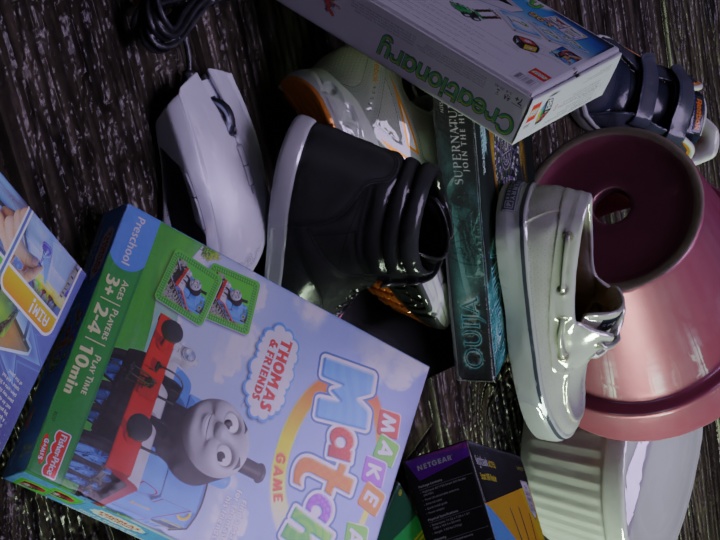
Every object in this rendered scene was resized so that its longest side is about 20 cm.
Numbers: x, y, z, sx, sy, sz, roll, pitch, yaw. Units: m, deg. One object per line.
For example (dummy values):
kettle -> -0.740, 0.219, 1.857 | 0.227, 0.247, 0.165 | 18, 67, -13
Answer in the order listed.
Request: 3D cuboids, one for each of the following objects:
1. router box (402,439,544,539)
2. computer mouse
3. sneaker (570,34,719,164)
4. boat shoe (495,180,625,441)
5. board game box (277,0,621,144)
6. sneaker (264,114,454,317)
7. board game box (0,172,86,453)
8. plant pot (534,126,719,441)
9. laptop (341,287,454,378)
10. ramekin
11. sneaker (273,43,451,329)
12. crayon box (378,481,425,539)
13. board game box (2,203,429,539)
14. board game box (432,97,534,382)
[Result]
router box -> 0.091, 0.197, 1.331 | 0.200, 0.051, 0.151 | 30, 43, -74
computer mouse -> -0.078, -0.072, 1.092 | 0.109, 0.043, 0.202 | -33, 122, -56
sneaker -> 0.233, -0.137, 1.604 | 0.200, 0.079, 0.079 | 25, 73, -58
boat shoe -> 0.132, 0.030, 1.246 | 0.071, 0.069, 0.201 | -65, 151, -49
board game box -> 0.040, -0.149, 1.141 | 0.126, 0.199, 0.035 | -29, 147, -55
sneaker -> 0.000, 0.000, 1.142 | 0.201, 0.098, 0.071 | 94, 16, -51
board game box -> -0.207, 0.001, 0.879 | 0.200, 0.034, 0.136 | 57, 47, -48
plant pot -> 0.190, -0.003, 1.402 | 0.179, 0.198, 0.202 | 58, 45, -60
laptop -> 0.026, -0.037, 1.320 | 0.200, 0.115, 0.189 | -90, 172, -65
ramekin -> 0.197, 0.132, 1.556 | 0.202, 0.093, 0.205 | -29, 122, -59
sneaker -> 0.029, -0.055, 1.204 | 0.092, 0.075, 0.201 | -41, 125, -23
crayon box -> 0.003, 0.260, 1.275 | 0.174, 0.058, 0.201 | -65, 145, -32
board game box -> -0.070, 0.078, 1.038 | 0.199, 0.036, 0.153 | 29, 66, -24
board game box -> 0.080, -0.050, 1.235 | 0.135, 0.028, 0.202 | -53, 141, -60
